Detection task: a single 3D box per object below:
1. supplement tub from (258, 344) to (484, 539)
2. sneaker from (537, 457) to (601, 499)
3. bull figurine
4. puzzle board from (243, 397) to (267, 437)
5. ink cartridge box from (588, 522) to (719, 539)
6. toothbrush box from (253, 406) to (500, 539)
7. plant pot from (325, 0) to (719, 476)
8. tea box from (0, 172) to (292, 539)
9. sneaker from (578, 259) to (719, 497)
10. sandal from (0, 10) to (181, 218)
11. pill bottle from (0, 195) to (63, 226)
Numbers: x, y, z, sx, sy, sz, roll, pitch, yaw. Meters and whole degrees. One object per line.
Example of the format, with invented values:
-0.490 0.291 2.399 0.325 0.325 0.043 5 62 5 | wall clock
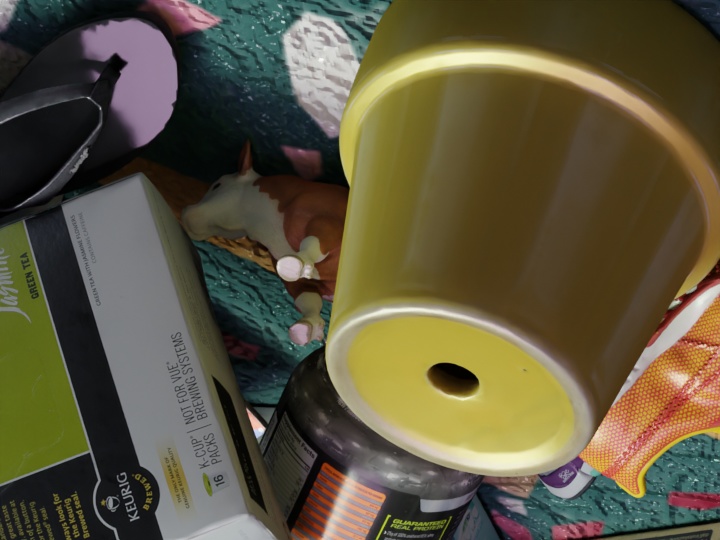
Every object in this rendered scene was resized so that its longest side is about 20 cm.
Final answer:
-0.004 0.126 1.316 0.122 0.123 0.200 24 117 -3 | supplement tub
0.120 0.063 1.297 0.087 0.075 0.200 30 145 -3 | sneaker
0.000 0.000 1.253 0.199 0.122 0.065 18 120 -6 | bull figurine
-0.175 0.064 1.425 0.151 0.017 0.200 -36 105 29 | puzzle board
0.212 0.252 1.497 0.164 0.075 0.200 -14 131 42 | ink cartridge box
0.003 0.181 1.503 0.146 0.085 0.200 0 139 29 | toothbrush box
0.071 -0.015 1.116 0.200 0.189 0.201 15 144 11 | plant pot
-0.160 0.090 1.236 0.196 0.201 0.134 -20 158 2 | tea box
0.188 0.033 1.179 0.077 0.073 0.200 42 116 -9 | sneaker
-0.177 -0.062 1.221 0.200 0.043 0.076 -32 109 5 | sandal
-0.267 -0.067 1.298 0.199 0.109 0.109 21 145 1 | pill bottle
